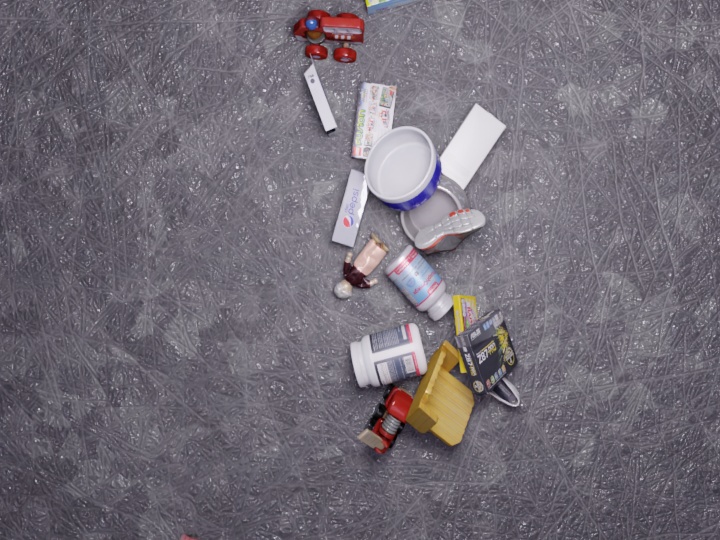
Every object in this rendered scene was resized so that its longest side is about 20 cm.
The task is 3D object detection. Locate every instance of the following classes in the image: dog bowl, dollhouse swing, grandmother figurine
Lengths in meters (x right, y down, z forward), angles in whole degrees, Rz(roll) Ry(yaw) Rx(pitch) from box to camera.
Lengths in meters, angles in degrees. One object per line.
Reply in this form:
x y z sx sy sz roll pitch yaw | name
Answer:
0.111 -0.264 1.440 0.194 0.078 0.208 -10 68 25 | dog bowl
0.195 -0.154 1.498 0.193 0.059 0.207 7 117 13 | dog bowl
0.242 0.344 1.487 0.172 0.183 0.203 29 59 3 | dollhouse swing
0.000 0.000 1.560 0.121 0.061 0.201 42 98 -2 | grandmother figurine

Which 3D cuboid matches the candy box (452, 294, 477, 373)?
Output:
0.296 0.172 1.517 0.026 0.101 0.208 -11 79 35 | candy box

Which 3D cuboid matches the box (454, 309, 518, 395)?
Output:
0.346 0.217 1.499 0.048 0.197 0.166 -19 93 44 | box

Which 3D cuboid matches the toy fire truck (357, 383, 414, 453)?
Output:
0.070 0.418 1.516 0.126 0.200 0.179 31 96 -1 | toy fire truck

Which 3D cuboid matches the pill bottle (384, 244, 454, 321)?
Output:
0.166 0.037 1.527 0.109 0.109 0.200 -44 92 5 | pill bottle

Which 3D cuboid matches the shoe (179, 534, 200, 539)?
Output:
-0.528 0.898 1.653 0.088 0.071 0.207 19 90 2 | shoe

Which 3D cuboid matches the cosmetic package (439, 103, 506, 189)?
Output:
0.292 -0.332 1.504 0.106 0.085 0.203 35 95 -1 | cosmetic package

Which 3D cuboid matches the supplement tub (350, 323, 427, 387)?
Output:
0.079 0.238 1.532 0.193 0.140 0.146 -15 94 4 | supplement tub

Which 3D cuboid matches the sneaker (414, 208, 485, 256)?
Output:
0.241 -0.094 1.453 0.195 0.079 0.082 -19 136 25 | sneaker

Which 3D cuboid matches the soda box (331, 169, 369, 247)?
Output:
-0.021 -0.173 1.542 0.066 0.063 0.207 16 95 2 | soda box

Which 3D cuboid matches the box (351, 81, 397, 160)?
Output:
0.038 -0.410 1.535 0.106 0.035 0.208 8 95 2 | box

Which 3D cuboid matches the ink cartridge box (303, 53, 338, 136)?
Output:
-0.110 -0.474 1.506 0.038 0.099 0.206 -19 93 5 | ink cartridge box

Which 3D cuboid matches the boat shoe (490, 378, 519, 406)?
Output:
0.372 0.307 1.560 0.197 0.065 0.075 35 96 0 | boat shoe

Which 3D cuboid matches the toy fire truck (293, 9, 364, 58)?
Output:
-0.083 -0.633 1.456 0.192 0.168 0.117 6 95 2 | toy fire truck

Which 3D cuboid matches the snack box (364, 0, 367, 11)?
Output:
0.074 -0.822 1.484 0.162 0.068 0.208 -12 95 4 | snack box
